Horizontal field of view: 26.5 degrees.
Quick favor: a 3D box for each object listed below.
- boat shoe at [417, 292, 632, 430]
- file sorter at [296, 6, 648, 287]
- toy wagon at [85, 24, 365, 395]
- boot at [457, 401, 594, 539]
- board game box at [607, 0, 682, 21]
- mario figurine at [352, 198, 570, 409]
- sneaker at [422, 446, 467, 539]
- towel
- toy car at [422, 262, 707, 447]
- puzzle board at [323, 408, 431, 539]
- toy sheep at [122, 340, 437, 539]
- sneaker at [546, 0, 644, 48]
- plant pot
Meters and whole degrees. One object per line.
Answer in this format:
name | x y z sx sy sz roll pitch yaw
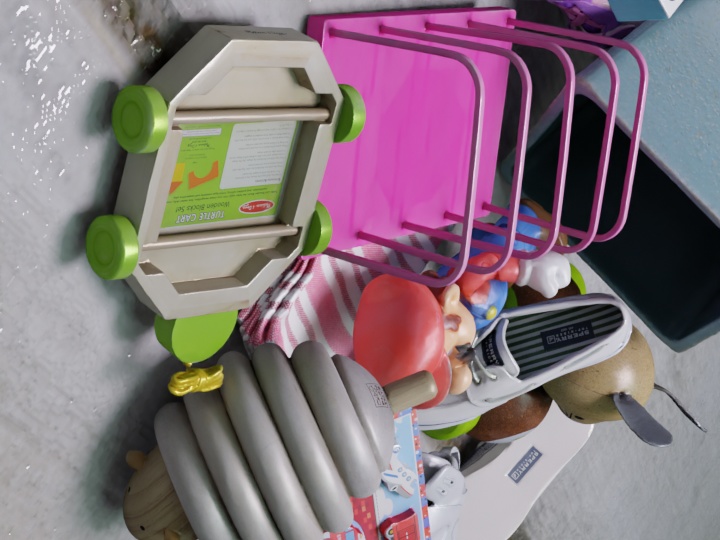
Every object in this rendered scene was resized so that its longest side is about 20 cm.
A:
boat shoe | 0.099 0.056 1.099 0.198 0.074 0.067 -23 167 1
file sorter | 0.071 -0.076 0.915 0.199 0.125 0.141 -14 116 -50
toy wagon | -0.077 -0.030 0.812 0.154 0.039 0.202 -8 122 -47
boot | 0.126 0.182 1.351 0.200 0.073 0.090 -42 -179 -1
board game box | 0.170 -0.280 0.938 0.151 0.047 0.201 -51 123 -23
mario figurine | 0.071 0.035 1.029 0.200 0.105 0.124 -39 149 -46
sneaker | 0.013 0.194 1.162 0.199 0.075 0.116 -3 107 -52
towel | 0.000 0.000 1.004 0.201 0.030 0.147 -54 153 -18
toy car | 0.170 0.090 1.199 0.164 0.199 0.159 -9 122 -58
puzzle board | -0.017 0.200 1.058 0.149 0.017 0.202 -21 122 -21
toy sheep | -0.048 0.104 0.895 0.199 0.139 0.138 -28 146 -4
sneaker | 0.161 -0.193 1.047 0.199 0.080 0.090 -23 123 -53
plant pot | 0.254 -0.095 1.092 0.200 0.196 0.196 -43 177 -18
